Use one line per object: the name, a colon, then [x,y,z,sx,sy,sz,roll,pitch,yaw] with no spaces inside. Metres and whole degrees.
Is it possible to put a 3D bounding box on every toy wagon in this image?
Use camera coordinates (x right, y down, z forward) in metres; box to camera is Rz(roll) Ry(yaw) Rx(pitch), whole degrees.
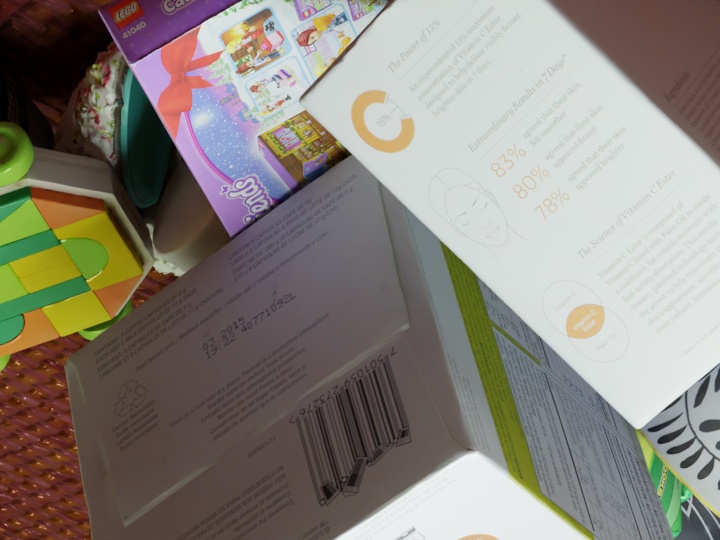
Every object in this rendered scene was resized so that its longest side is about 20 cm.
toy wagon: [-0.207,0.004,1.491,0.200,0.040,0.155,-19,143,6]

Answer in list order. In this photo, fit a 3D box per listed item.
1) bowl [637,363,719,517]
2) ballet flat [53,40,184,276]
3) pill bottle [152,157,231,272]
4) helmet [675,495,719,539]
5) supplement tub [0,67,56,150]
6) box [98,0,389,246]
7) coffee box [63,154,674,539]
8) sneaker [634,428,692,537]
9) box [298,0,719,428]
bowl: [0.227,0.055,1.455,0.201,0.201,0.094,26,119,-19]
ballet flat: [-0.123,-0.055,1.538,0.064,0.076,0.200,11,153,16]
pill bottle: [0.000,0.000,1.515,0.200,0.116,0.116,32,152,-23]
helmet: [0.116,0.162,1.697,0.200,0.191,0.200,44,-174,-5]
supplement tub: [-0.248,-0.085,1.496,0.122,0.123,0.200,3,153,29]
box: [-0.023,-0.086,1.347,0.137,0.039,0.200,-30,148,-2]
coffee box: [0.009,0.106,1.377,0.200,0.200,0.198,-34,133,18]
sneaker: [0.134,0.087,1.542,0.074,0.200,0.084,-26,107,15]
box: [0.097,-0.056,1.231,0.200,0.097,0.124,44,129,-3]
